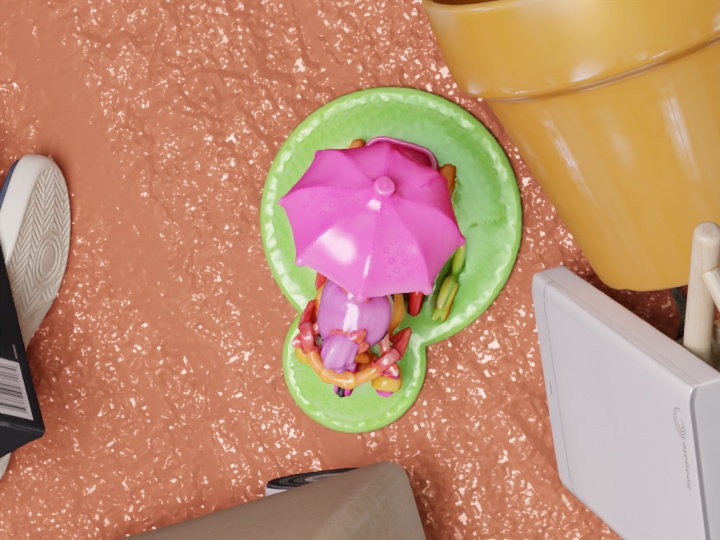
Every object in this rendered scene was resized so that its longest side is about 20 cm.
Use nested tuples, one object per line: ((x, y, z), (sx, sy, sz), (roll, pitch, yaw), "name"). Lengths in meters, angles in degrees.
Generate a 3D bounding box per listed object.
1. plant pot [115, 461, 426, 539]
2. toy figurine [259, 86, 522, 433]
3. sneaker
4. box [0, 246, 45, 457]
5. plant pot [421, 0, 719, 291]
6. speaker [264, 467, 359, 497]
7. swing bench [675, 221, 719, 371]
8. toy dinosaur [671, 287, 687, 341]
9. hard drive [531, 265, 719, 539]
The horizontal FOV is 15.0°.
((-0.059, 0.231, 1.419), (0.200, 0.177, 0.200), (-17, 91, 12), "plant pot")
((0.000, 0.000, 1.474), (0.150, 0.184, 0.200), (16, 95, 6), "toy figurine")
((-0.229, 0.025, 1.561), (0.084, 0.075, 0.200), (15, 86, 23), "sneaker")
((-0.268, 0.024, 1.505), (0.141, 0.079, 0.200), (-30, 63, 28), "box")
((0.157, -0.097, 1.460), (0.200, 0.200, 0.183), (-20, 107, 7), "plant pot")
((-0.005, 0.214, 1.537), (0.081, 0.081, 0.200), (-5, 92, 7), "speaker")
((0.264, 0.033, 1.404), (0.199, 0.200, 0.130), (-22, 73, -13), "swing bench")
((0.187, 0.109, 1.513), (0.102, 0.077, 0.200), (-16, 94, 0), "toy dinosaur")
((0.146, 0.087, 1.438), (0.027, 0.200, 0.132), (-15, 111, -16), "hard drive")
